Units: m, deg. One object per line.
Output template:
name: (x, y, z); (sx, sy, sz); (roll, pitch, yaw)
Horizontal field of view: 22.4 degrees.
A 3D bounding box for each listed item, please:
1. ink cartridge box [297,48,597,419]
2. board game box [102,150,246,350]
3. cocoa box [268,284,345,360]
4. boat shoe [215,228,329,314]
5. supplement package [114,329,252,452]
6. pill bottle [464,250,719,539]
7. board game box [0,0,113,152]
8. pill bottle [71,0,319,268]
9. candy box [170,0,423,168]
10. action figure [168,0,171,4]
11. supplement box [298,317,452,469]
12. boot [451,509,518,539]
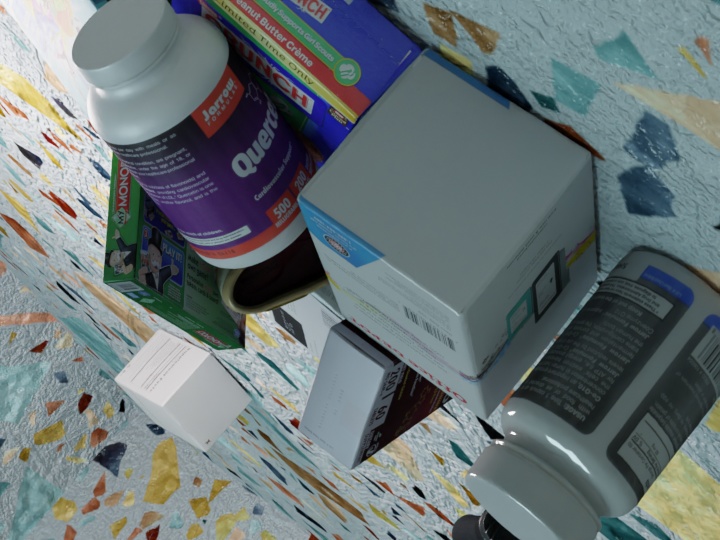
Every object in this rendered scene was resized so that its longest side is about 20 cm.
ink cartridge box: (0.068, -0.020, 1.283); (0.146, 0.146, 0.200); (35, 165, 21)
board game box: (-0.138, -0.028, 1.411); (0.029, 0.136, 0.200); (-6, 161, 19)
cocoa box: (0.000, 0.000, 1.561); (0.133, 0.131, 0.200); (38, 166, 15)
boat shoe: (-0.022, -0.025, 1.398); (0.074, 0.199, 0.066); (53, -174, -15)
supplement package: (-0.292, 0.195, 2.989); (0.121, 0.120, 0.199); (50, 164, -28)
pill bottle: (0.168, 0.096, 1.250); (0.113, 0.200, 0.114); (38, 166, 11)
board game box: (-0.211, -0.194, 1.418); (0.201, 0.047, 0.151); (52, 155, 17)
pill bottle: (-0.117, -0.101, 1.290); (0.112, 0.113, 0.200); (26, 159, 47)
candy box: (-0.055, -0.163, 1.328); (0.169, 0.077, 0.200); (43, 165, 1)
action figure: (-0.166, -0.222, 1.458); (0.201, 0.054, 0.118); (57, -162, -10)
supplement box: (0.043, 0.066, 1.459); (0.061, 0.199, 0.110); (34, 128, 22)
boot: (0.204, 0.377, 2.274); (0.200, 0.076, 0.168); (48, 163, 4)
